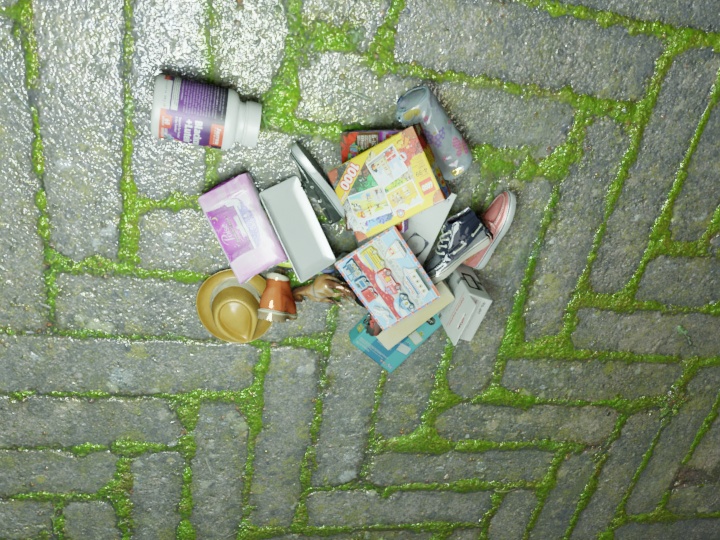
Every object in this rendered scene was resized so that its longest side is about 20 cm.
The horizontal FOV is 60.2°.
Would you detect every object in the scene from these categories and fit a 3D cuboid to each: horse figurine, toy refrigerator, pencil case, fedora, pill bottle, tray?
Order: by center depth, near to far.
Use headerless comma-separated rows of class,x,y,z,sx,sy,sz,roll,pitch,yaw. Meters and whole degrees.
pill bottle,-0.289,-0.292,1.169,0.193,0.112,0.114,7,118,-16
pencil case,0.155,-0.283,1.287,0.200,0.082,0.092,45,64,-31
tray,-0.134,-0.087,1.311,0.106,0.022,0.205,-30,99,-34
horse figurine,-0.073,0.050,1.396,0.130,0.199,0.051,25,68,-19
fedora,-0.280,0.098,1.408,0.193,0.083,0.206,-5,121,-9
toy refrigerator,0.118,0.088,1.442,0.198,0.076,0.070,-38,119,9

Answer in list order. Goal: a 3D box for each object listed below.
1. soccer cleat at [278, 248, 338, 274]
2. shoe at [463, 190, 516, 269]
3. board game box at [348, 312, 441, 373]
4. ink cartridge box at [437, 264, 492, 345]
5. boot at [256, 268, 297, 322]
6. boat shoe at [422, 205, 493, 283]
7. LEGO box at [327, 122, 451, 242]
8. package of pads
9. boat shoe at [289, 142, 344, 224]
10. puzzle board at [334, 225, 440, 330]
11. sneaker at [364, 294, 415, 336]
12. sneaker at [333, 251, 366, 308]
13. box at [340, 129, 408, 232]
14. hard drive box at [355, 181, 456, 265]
soccer cleat,-0.143,-0.026,1.382,0.193,0.067,0.084,10,158,-6
shoe,0.278,-0.098,1.430,0.088,0.072,0.204,12,119,-22
board game box,0.090,0.139,1.535,0.150,0.047,0.200,39,105,-27
ink cartridge box,0.236,0.078,1.444,0.066,0.202,0.118,14,117,-19
boot,-0.172,0.053,1.355,0.072,0.200,0.111,7,88,2
boat shoe,0.191,-0.056,1.373,0.198,0.075,0.094,-37,115,2
LEGO box,0.056,-0.170,1.209,0.196,0.077,0.152,-24,96,25
package of pads,-0.241,-0.086,1.284,0.118,0.076,0.205,-25,100,3
boat shoe,-0.093,-0.176,1.306,0.056,0.069,0.201,-33,123,8
puzzle board,0.059,0.022,1.292,0.148,0.018,0.202,-30,118,14
sneaker,0.080,0.066,1.367,0.096,0.071,0.205,27,104,4
sneaker,0.000,0.000,1.401,0.074,0.089,0.201,11,152,25
box,0.029,-0.184,1.281,0.132,0.039,0.207,3,106,21
hard drive box,0.098,-0.117,1.377,0.151,0.077,0.204,15,115,-20
